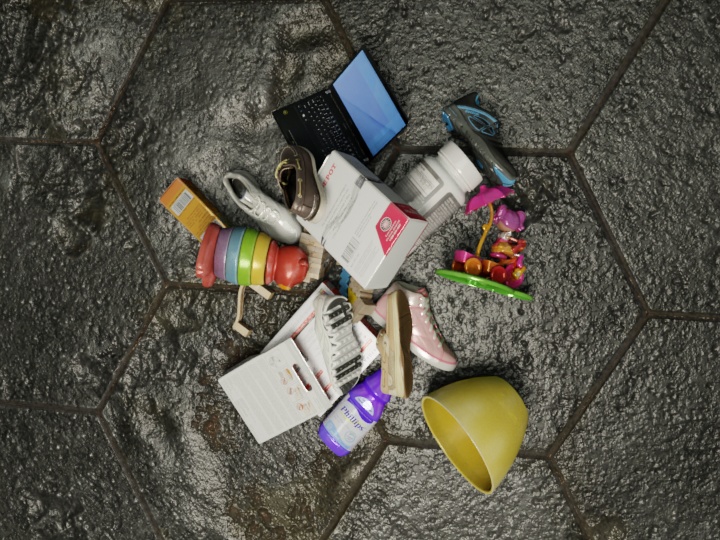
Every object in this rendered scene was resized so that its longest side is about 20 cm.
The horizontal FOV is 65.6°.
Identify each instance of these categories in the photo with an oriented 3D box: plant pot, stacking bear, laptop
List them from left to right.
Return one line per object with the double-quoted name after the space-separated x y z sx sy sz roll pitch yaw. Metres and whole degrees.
-0.193 -0.017 1.048 0.194 0.122 0.117 10 75 -4 "stacking bear"
-0.041 -0.283 1.045 0.196 0.103 0.180 -27 81 -16 "laptop"
0.227 0.281 1.038 0.140 0.200 0.203 -31 89 -18 "plant pot"

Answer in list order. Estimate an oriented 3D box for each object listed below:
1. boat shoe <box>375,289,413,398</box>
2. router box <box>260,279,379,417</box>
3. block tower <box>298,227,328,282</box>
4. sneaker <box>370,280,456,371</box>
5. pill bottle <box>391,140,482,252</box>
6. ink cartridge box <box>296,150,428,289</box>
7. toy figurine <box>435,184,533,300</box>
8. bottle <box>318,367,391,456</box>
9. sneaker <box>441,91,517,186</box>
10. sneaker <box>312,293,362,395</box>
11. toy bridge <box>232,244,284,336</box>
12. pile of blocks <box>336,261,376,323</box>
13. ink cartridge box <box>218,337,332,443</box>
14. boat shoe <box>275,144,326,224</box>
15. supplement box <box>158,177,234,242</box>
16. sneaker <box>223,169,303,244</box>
0.057 0.136 1.032 0.063 0.071 0.207 2 101 26 "boat shoe"
-0.075 0.157 1.128 0.180 0.049 0.200 45 99 3 "router box"
-0.086 -0.081 1.109 0.052 0.058 0.206 12 98 7 "block tower"
0.122 0.100 1.079 0.198 0.075 0.106 37 104 8 "sneaker"
0.124 -0.137 1.042 0.199 0.114 0.114 -42 88 9 "pill bottle"
-0.001 -0.089 0.982 0.200 0.083 0.147 44 114 25 "ink cartridge box"
0.253 -0.060 1.034 0.195 0.150 0.190 16 87 -15 "toy figurine"
0.003 0.274 1.117 0.083 0.065 0.201 42 99 4 "bottle"
0.230 -0.244 1.019 0.081 0.073 0.202 -32 71 0 "sneaker"
-0.048 0.138 1.067 0.080 0.074 0.206 15 118 50 "sneaker"
-0.209 0.033 1.150 0.066 0.027 0.203 32 98 6 "toy bridge"
0.000 0.000 1.097 0.080 0.062 0.207 4 85 34 "pile of blocks"
-0.168 0.237 1.124 0.197 0.047 0.163 -30 97 20 "ink cartridge box"
-0.114 -0.162 0.978 0.072 0.058 0.203 -52 41 30 "boat shoe"
-0.311 -0.095 1.136 0.069 0.067 0.200 -44 88 6 "supplement box"
-0.199 -0.121 1.106 0.198 0.087 0.075 38 98 3 "sneaker"
